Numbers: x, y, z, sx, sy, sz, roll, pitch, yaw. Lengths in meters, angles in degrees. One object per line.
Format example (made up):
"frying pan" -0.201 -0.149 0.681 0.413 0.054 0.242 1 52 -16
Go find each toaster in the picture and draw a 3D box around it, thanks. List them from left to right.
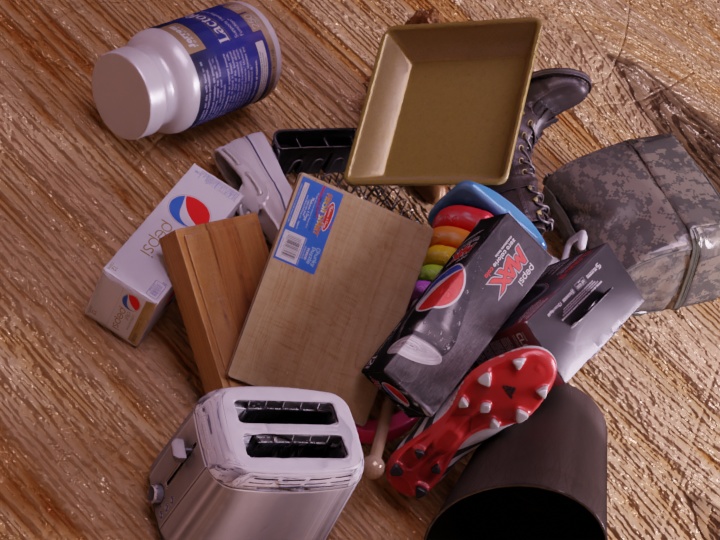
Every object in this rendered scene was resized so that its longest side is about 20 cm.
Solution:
"toaster" -0.082 0.178 1.400 0.198 0.130 0.115 5 48 -27

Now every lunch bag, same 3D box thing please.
"lunch bag" 0.318 -0.050 1.852 0.166 0.140 0.201 -11 52 -18

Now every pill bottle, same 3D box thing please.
"pill bottle" -0.188 -0.215 1.725 0.116 0.116 0.199 45 43 16

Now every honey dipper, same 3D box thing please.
"honey dipper" 0.030 0.126 1.534 0.038 0.038 0.201 24 41 -8

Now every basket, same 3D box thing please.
"basket" 0.167 0.204 1.513 0.137 0.179 0.200 60 30 -18

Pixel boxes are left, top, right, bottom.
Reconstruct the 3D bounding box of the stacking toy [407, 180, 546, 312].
"stacking toy" 0.086 0.022 1.581 0.116 0.110 0.201 37 59 -5

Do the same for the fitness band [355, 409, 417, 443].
"fitness band" -0.018 0.084 1.599 0.143 0.038 0.200 -23 65 -43

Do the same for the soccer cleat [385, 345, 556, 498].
"soccer cleat" 0.102 0.135 1.501 0.069 0.200 0.085 44 13 -10

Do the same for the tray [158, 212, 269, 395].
"tray" -0.115 0.052 1.509 0.098 0.037 0.202 -14 85 -39

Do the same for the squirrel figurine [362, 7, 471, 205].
"squirrel figurine" 0.102 -0.217 1.845 0.200 0.187 0.141 46 44 17

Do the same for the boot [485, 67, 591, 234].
"boot" 0.177 -0.111 1.712 0.069 0.198 0.176 46 24 -52

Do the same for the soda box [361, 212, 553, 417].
"soda box" 0.092 0.042 1.507 0.071 0.063 0.201 43 72 -13

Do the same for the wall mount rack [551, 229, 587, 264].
"wall mount rack" 0.169 0.020 1.749 0.198 0.075 0.176 20 73 -11

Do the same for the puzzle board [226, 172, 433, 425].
"puzzle board" -0.028 0.028 1.502 0.149 0.017 0.202 22 84 -22

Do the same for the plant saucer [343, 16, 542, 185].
"plant saucer" 0.097 -0.172 1.717 0.048 0.198 0.202 42 57 -51

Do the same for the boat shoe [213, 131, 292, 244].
"boat shoe" -0.104 -0.065 1.670 0.065 0.074 0.201 -16 43 -12

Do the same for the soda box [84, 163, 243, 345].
"soda box" -0.191 -0.018 1.570 0.063 0.068 0.200 32 41 1

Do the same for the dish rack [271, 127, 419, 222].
"dish rack" -0.008 -0.066 1.736 0.152 0.055 0.201 -5 53 -33

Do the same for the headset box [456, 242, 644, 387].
"headset box" 0.175 0.058 1.579 0.148 0.199 0.075 -40 99 -35
